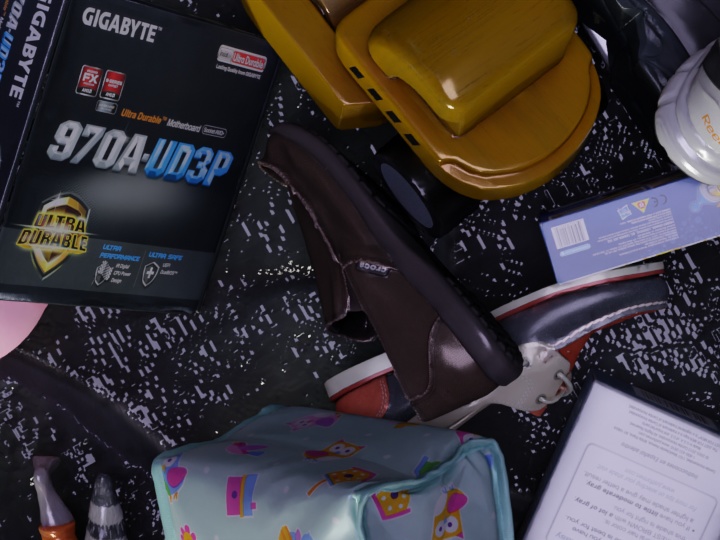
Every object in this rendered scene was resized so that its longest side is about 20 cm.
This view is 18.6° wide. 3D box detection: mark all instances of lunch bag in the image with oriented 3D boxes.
[{"bbox_3d":[-0.004,0.182,1.145,0.170,0.122,0.201,3,109,46],"label":"lunch bag"}]

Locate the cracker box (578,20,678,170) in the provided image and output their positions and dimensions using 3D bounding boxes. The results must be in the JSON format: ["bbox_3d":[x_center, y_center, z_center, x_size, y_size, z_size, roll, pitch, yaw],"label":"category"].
[{"bbox_3d":[0.170,-0.172,1.168,0.134,0.058,0.200,-31,92,7],"label":"cracker box"}]

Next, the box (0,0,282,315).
[{"bbox_3d":[-0.129,-0.061,1.129,0.046,0.200,0.159,21,96,28],"label":"box"}]

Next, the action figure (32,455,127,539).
[{"bbox_3d":[-0.170,0.201,1.204,0.199,0.105,0.194,10,86,1],"label":"action figure"}]

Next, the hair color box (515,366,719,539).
[{"bbox_3d":[0.131,0.166,1.200,0.099,0.061,0.201,24,96,2],"label":"hair color box"}]

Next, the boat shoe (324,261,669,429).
[{"bbox_3d":[0.078,0.052,1.184,0.199,0.071,0.063,-24,79,11],"label":"boat shoe"}]

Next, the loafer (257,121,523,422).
[{"bbox_3d":[0.000,0.000,1.154,0.071,0.073,0.200,-43,59,6],"label":"loafer"}]

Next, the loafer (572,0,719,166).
[{"bbox_3d":[0.140,-0.153,1.116,0.072,0.073,0.200,-33,97,-13],"label":"loafer"}]

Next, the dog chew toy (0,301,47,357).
[{"bbox_3d":[-0.207,-0.051,1.177,0.124,0.125,0.201,21,88,2],"label":"dog chew toy"}]

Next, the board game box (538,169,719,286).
[{"bbox_3d":[0.192,-0.041,1.140,0.199,0.135,0.035,-17,92,6],"label":"board game box"}]

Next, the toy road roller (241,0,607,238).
[{"bbox_3d":[0.038,-0.128,1.117,0.123,0.146,0.200,-37,81,-11],"label":"toy road roller"}]

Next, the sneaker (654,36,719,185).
[{"bbox_3d":[0.218,-0.126,1.067,0.074,0.080,0.200,37,59,-10],"label":"sneaker"}]
